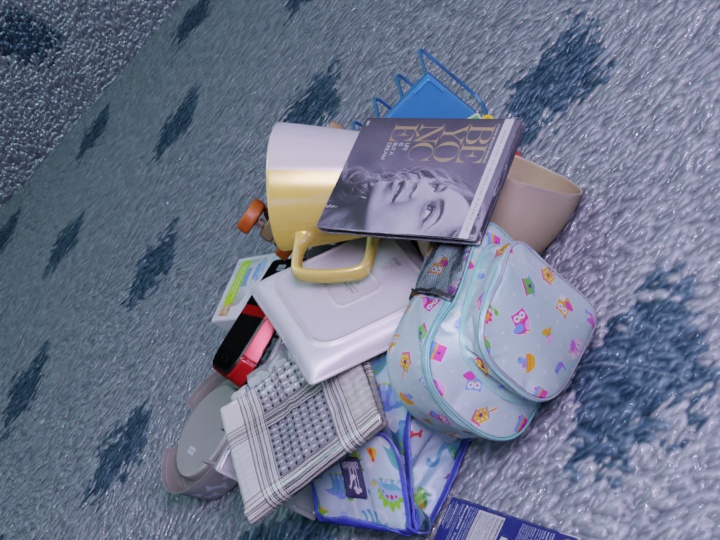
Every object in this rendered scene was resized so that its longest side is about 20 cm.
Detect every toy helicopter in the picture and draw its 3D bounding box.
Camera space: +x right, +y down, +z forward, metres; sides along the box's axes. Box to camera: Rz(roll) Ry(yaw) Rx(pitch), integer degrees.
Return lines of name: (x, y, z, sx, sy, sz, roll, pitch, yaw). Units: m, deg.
toy helicopter: (-0.072, -0.118, 1.466, 0.200, 0.079, 0.132, -53, 5, 37)

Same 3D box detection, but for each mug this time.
mug: (-0.020, -0.081, 1.324, 0.149, 0.152, 0.187, -9, -82, -82)

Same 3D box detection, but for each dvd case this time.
dvd case: (0.061, -0.098, 1.191, 0.199, 0.016, 0.149, 6, 62, 35)

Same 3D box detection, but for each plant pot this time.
plant pot: (0.136, -0.063, 1.297, 0.200, 0.200, 0.135, -129, 54, -62)

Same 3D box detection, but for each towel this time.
towel: (-0.068, 0.151, 1.251, 0.192, 0.035, 0.200, -38, 36, 14)

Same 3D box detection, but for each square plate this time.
square plate: (-0.008, 0.025, 1.292, 0.198, 0.029, 0.200, -25, 39, -11)

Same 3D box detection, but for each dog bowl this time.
dog bowl: (-0.208, 0.241, 1.648, 0.200, 0.059, 0.201, -40, 31, 30)

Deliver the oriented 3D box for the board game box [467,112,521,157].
board game box: (0.103, -0.118, 1.422, 0.200, 0.030, 0.096, -30, 70, -9)

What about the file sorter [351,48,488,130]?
file sorter: (0.069, -0.181, 1.567, 0.200, 0.139, 0.123, -45, 26, 21)

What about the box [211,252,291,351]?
box: (-0.112, 0.046, 1.652, 0.200, 0.101, 0.113, -7, 55, 56)

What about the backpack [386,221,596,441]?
backpack: (0.129, 0.072, 1.150, 0.153, 0.176, 0.200, 6, 61, 59)

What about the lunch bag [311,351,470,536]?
lunch bag: (0.027, 0.188, 1.263, 0.170, 0.127, 0.201, -7, 66, 50)

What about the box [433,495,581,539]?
box: (0.130, 0.291, 1.072, 0.200, 0.032, 0.121, 1, 62, 61)

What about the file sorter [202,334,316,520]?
file sorter: (-0.091, 0.185, 1.422, 0.201, 0.138, 0.124, -64, 17, -15)

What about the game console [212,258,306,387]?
game console: (-0.130, 0.064, 1.481, 0.177, 0.031, 0.200, -58, 13, -8)

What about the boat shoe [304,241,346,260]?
boat shoe: (0.000, 0.000, 1.376, 0.200, 0.057, 0.067, 28, 80, 36)

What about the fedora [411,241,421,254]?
fedora: (0.055, -0.090, 1.480, 0.092, 0.200, 0.201, 77, -145, -68)
